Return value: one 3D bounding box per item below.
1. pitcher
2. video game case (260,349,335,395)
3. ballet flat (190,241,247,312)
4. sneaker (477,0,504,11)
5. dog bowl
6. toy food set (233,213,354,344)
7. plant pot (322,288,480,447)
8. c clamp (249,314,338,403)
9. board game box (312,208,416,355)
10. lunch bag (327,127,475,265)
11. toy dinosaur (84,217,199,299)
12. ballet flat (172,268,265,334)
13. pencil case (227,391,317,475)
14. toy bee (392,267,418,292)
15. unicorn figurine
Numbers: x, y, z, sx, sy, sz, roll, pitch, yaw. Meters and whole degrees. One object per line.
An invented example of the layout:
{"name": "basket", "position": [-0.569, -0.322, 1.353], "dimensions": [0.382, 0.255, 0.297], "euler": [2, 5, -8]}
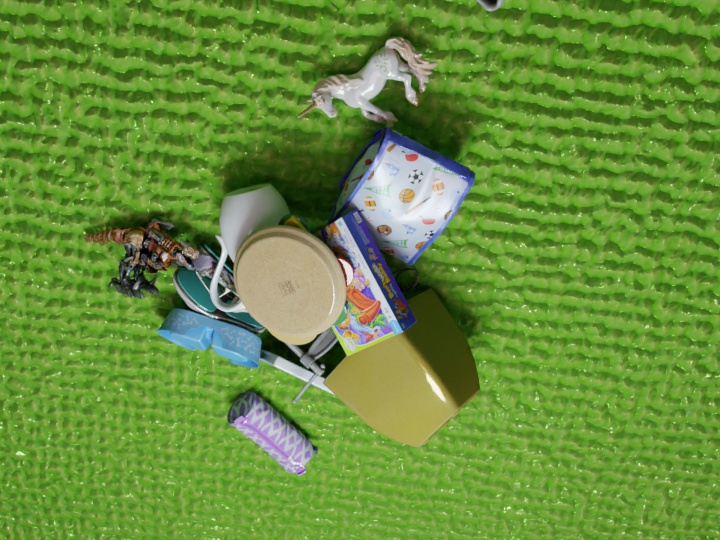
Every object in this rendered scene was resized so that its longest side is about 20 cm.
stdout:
{"name": "pitcher", "position": [-0.189, -0.033, 1.490], "dimensions": [0.169, 0.121, 0.203], "euler": [-10, 103, 11]}
{"name": "video game case", "position": [-0.091, 0.200, 1.655], "dimensions": [0.198, 0.182, 0.023], "euler": [28, 82, -16]}
{"name": "ballet flat", "position": [-0.226, 0.033, 1.587], "dimensions": [0.200, 0.072, 0.072], "euler": [40, 118, -18]}
{"name": "sneaker", "position": [0.148, -0.448, 1.222], "dimensions": [0.075, 0.093, 0.200], "euler": [-32, 118, 22]}
{"name": "dog bowl", "position": [-0.272, 0.122, 1.628], "dimensions": [0.197, 0.050, 0.112], "euler": [17, 162, 5]}
{"name": "toy food set", "position": [-0.107, 0.018, 1.405], "dimensions": [0.197, 0.049, 0.201], "euler": [-34, 100, 29]}
{"name": "plant pot", "position": [0.094, 0.187, 1.561], "dimensions": [0.200, 0.195, 0.195], "euler": [48, 120, 12]}
{"name": "c clamp", "position": [-0.118, 0.096, 1.534], "dimensions": [0.171, 0.027, 0.200], "euler": [-43, 76, 0]}
{"name": "board game box", "position": [-0.013, 0.022, 1.423], "dimensions": [0.134, 0.045, 0.202], "euler": [-27, 92, 42]}
{"name": "lunch bag", "position": [0.068, -0.131, 1.420], "dimensions": [0.168, 0.125, 0.200], "euler": [23, 142, -14]}
{"name": "toy dinosaur", "position": [-0.380, -0.029, 1.548], "dimensions": [0.198, 0.102, 0.138], "euler": [17, 98, 30]}
{"name": "ballet flat", "position": [-0.265, 0.068, 1.625], "dimensions": [0.198, 0.070, 0.070], "euler": [30, 121, -19]}
{"name": "pencil case", "position": [-0.180, 0.332, 1.790], "dimensions": [0.084, 0.086, 0.200], "euler": [-35, 116, 22]}
{"name": "toy bee", "position": [0.000, 0.000, 1.532], "dimensions": [0.196, 0.109, 0.133], "euler": [-7, 107, 2]}
{"name": "unicorn figurine", "position": [0.013, -0.279, 1.369], "dimensions": [0.137, 0.074, 0.200], "euler": [37, 103, -22]}
